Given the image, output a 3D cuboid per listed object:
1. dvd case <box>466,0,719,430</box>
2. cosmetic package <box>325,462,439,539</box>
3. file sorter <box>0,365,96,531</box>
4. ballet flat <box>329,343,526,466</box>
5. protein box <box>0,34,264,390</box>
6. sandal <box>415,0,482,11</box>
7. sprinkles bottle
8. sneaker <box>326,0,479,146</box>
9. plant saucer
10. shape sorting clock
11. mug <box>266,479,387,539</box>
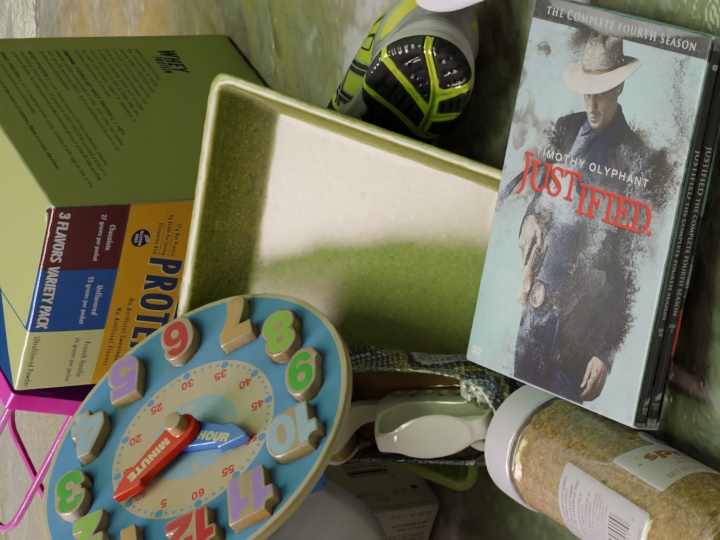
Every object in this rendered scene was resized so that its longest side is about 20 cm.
[{"bbox_3d":[0.121,-0.033,1.546,0.146,0.022,0.201,22,103,52],"label":"dvd case"},{"bbox_3d":[-0.027,0.190,1.829,0.105,0.071,0.201,51,135,44],"label":"cosmetic package"},{"bbox_3d":[-0.187,0.093,1.951,0.126,0.200,0.139,-61,41,26],"label":"file sorter"},{"bbox_3d":[0.009,0.078,1.661,0.200,0.072,0.072,-2,92,29],"label":"ballet flat"},{"bbox_3d":[-0.148,-0.041,1.888,0.199,0.199,0.135,52,136,45],"label":"protein box"},{"bbox_3d":[0.086,-0.194,1.566,0.206,0.059,0.079,-14,39,55],"label":"sandal"},{"bbox_3d":[0.141,0.117,1.522,0.200,0.068,0.068,30,119,56],"label":"sprinkles bottle"},{"bbox_3d":[0.025,-0.101,1.724,0.200,0.075,0.077,-46,22,57],"label":"sneaker"},{"bbox_3d":[0.000,0.000,1.703,0.199,0.048,0.201,20,119,19],"label":"plant saucer"},{"bbox_3d":[-0.093,0.092,1.656,0.199,0.039,0.200,-20,46,22],"label":"shape sorting clock"},{"bbox_3d":[-0.061,0.202,1.686,0.187,0.149,0.153,-45,11,51],"label":"mug"}]
